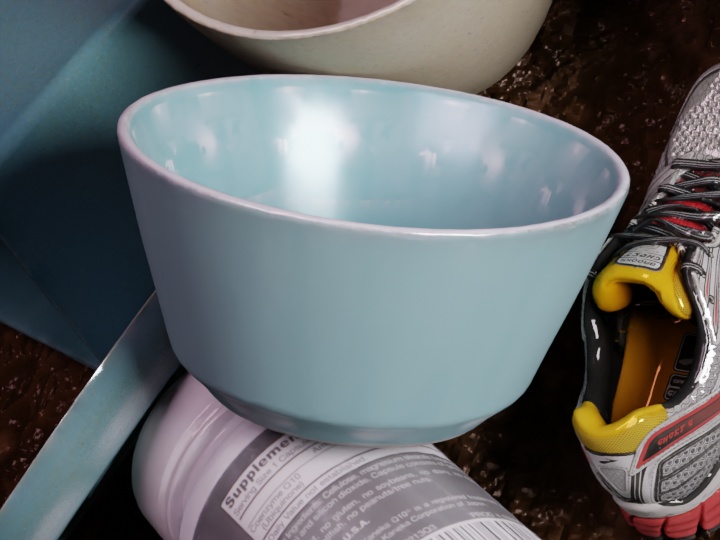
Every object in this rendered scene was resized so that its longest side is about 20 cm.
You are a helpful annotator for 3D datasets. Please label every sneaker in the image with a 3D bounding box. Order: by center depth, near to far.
[{"bbox_3d":[0.135,0.001,1.101,0.077,0.082,0.201,-3,60,34],"label":"sneaker"}]

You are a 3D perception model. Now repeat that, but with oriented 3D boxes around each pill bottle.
[{"bbox_3d":[-0.001,0.117,1.101,0.113,0.113,0.200,-49,46,-1],"label":"pill bottle"}]

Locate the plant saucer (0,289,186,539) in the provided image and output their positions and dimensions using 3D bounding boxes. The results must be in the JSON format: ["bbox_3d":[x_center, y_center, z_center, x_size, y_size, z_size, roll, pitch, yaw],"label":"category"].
[{"bbox_3d":[-0.108,0.065,1.192,0.027,0.200,0.201,35,83,0],"label":"plant saucer"}]

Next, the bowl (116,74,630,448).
[{"bbox_3d":[0.000,0.000,1.086,0.200,0.200,0.106,24,115,42],"label":"bowl"}]

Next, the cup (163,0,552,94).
[{"bbox_3d":[0.013,-0.151,1.233,0.199,0.143,0.201,-11,58,18],"label":"cup"}]

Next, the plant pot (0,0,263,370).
[{"bbox_3d":[-0.129,-0.086,1.311,0.141,0.141,0.200,22,66,42],"label":"plant pot"}]
